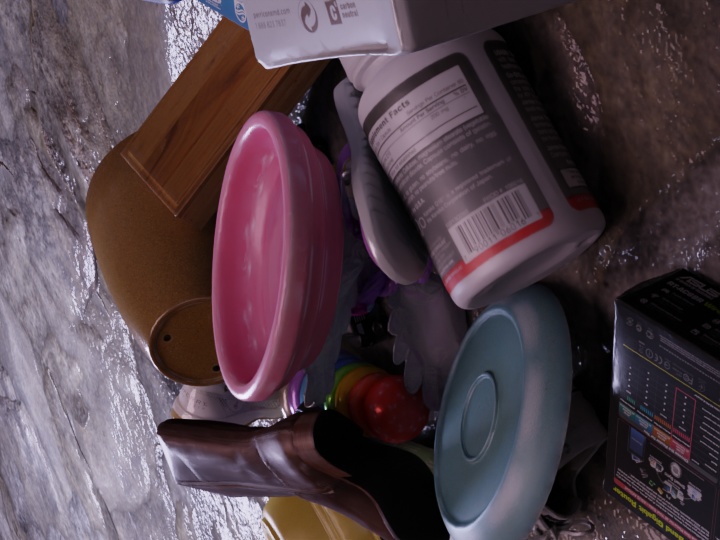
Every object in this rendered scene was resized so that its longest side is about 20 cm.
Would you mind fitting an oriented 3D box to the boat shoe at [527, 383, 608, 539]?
[{"bbox_3d":[0.135,0.169,1.048,0.086,0.074,0.203,49,137,25],"label":"boat shoe"}]

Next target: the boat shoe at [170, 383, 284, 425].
[{"bbox_3d":[-0.093,0.094,1.294,0.070,0.200,0.070,28,113,20],"label":"boat shoe"}]

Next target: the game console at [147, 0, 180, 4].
[{"bbox_3d":[-0.172,-0.331,1.199,0.199,0.171,0.119,23,155,54],"label":"game console"}]

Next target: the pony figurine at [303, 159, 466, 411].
[{"bbox_3d":[0.000,0.000,1.085,0.199,0.165,0.195,18,103,46],"label":"pony figurine"}]

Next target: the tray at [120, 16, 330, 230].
[{"bbox_3d":[-0.104,-0.143,1.146,0.201,0.037,0.099,-52,52,8],"label":"tray"}]

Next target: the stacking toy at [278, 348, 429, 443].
[{"bbox_3d":[-0.002,0.111,1.197,0.200,0.085,0.086,2,111,69],"label":"stacking toy"}]

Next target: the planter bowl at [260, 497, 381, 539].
[{"bbox_3d":[-0.040,0.260,1.345,0.201,0.083,0.201,57,165,24],"label":"planter bowl"}]

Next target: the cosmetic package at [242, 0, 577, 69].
[{"bbox_3d":[0.043,-0.221,0.795,0.167,0.198,0.168,8,116,59],"label":"cosmetic package"}]

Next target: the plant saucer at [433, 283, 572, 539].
[{"bbox_3d":[0.093,0.106,0.999,0.200,0.027,0.203,-167,90,-75],"label":"plant saucer"}]

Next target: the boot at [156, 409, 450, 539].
[{"bbox_3d":[-0.049,0.170,1.116,0.199,0.065,0.186,-12,132,43],"label":"boot"}]

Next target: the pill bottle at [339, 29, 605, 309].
[{"bbox_3d":[0.068,-0.087,0.935,0.201,0.113,0.114,63,151,12],"label":"pill bottle"}]

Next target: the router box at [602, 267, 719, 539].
[{"bbox_3d":[0.233,0.110,0.830,0.200,0.062,0.151,36,137,45],"label":"router box"}]

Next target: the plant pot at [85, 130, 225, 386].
[{"bbox_3d":[-0.141,0.000,1.221,0.201,0.184,0.188,-108,15,-52],"label":"plant pot"}]

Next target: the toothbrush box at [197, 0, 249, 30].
[{"bbox_3d":[-0.042,-0.285,0.962,0.085,0.145,0.202,34,136,45],"label":"toothbrush box"}]

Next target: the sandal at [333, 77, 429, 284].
[{"bbox_3d":[0.006,-0.055,0.982,0.082,0.050,0.204,44,-156,-34],"label":"sandal"}]

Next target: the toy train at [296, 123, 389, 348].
[{"bbox_3d":[-0.027,-0.028,1.214,0.034,0.045,0.202,-14,96,62],"label":"toy train"}]

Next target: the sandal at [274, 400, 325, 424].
[{"bbox_3d":[-0.040,0.156,1.193,0.075,0.048,0.200,36,161,-4],"label":"sandal"}]

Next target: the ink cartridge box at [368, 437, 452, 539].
[{"bbox_3d":[0.075,0.239,1.220,0.145,0.048,0.201,7,132,59],"label":"ink cartridge box"}]

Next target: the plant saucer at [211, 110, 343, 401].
[{"bbox_3d":[-0.058,-0.009,0.991,0.200,0.050,0.203,-177,90,-71],"label":"plant saucer"}]
